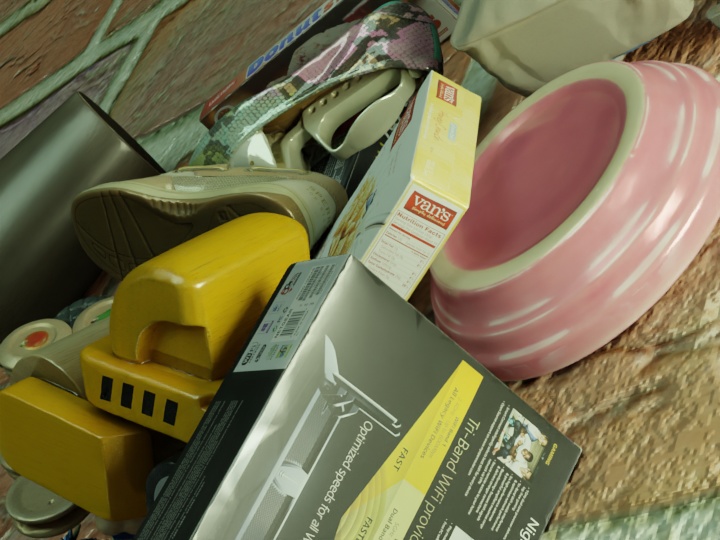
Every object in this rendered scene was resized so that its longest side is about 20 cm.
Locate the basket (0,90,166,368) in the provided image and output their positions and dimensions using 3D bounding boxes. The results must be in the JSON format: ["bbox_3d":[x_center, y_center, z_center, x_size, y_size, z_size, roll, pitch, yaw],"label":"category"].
[{"bbox_3d":[-0.263,-0.040,1.470,0.200,0.136,0.180,-46,28,0],"label":"basket"}]

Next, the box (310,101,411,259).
[{"bbox_3d":[-0.040,-0.042,1.188,0.161,0.049,0.200,-25,35,39],"label":"box"}]

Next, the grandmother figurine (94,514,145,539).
[{"bbox_3d":[-0.097,0.153,0.936,0.200,0.121,0.061,-20,66,9],"label":"grandmother figurine"}]

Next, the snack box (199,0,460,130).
[{"bbox_3d":[-0.023,-0.147,1.280,0.200,0.072,0.024,-36,28,29],"label":"snack box"}]

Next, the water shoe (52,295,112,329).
[{"bbox_3d":[-0.116,0.074,1.137,0.200,0.079,0.071,21,50,39],"label":"water shoe"}]

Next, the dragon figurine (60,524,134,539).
[{"bbox_3d":[-0.115,0.149,1.030,0.200,0.059,0.099,-43,25,14],"label":"dragon figurine"}]

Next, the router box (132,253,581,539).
[{"bbox_3d":[-0.008,0.118,0.775,0.052,0.157,0.200,-8,46,56],"label":"router box"}]

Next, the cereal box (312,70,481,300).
[{"bbox_3d":[0.000,0.000,0.987,0.200,0.039,0.144,-58,10,27],"label":"cereal box"}]

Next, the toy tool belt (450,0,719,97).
[{"bbox_3d":[0.143,-0.187,0.998,0.200,0.125,0.123,-26,42,41],"label":"toy tool belt"}]

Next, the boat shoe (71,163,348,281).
[{"bbox_3d":[-0.097,-0.033,1.109,0.200,0.072,0.065,-2,24,39],"label":"boat shoe"}]

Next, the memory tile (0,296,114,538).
[{"bbox_3d":[-0.143,0.073,1.062,0.153,0.017,0.200,-18,35,-2],"label":"memory tile"}]

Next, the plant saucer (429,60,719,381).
[{"bbox_3d":[0.106,-0.037,0.932,0.200,0.051,0.201,-39,27,24],"label":"plant saucer"}]

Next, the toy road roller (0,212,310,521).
[{"bbox_3d":[-0.087,0.041,0.879,0.200,0.146,0.123,16,30,39],"label":"toy road roller"}]

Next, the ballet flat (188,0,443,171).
[{"bbox_3d":[-0.030,-0.091,1.124,0.200,0.069,0.071,-34,50,22],"label":"ballet flat"}]
